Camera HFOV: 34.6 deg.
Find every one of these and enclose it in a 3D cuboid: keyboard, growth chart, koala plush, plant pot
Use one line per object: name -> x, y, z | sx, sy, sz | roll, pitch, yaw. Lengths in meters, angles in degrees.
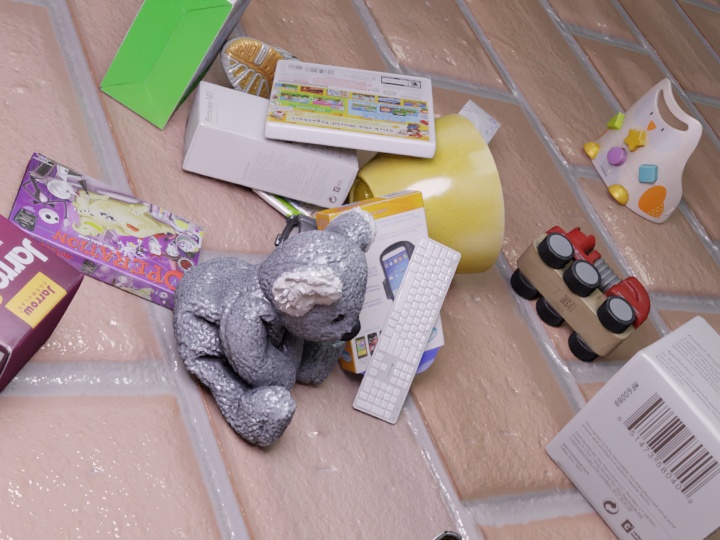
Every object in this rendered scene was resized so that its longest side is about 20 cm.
keyboard -> 0.051, 0.064, 1.261 | 0.056, 0.202, 0.011 | 25, -7, -29
growth chart -> -0.078, -0.123, 1.467 | 0.144, 0.018, 0.200 | 34, 35, -6
koala plush -> -0.069, 0.029, 1.128 | 0.184, 0.200, 0.177 | 47, 35, -5
plant pot -> 0.068, -0.083, 1.427 | 0.141, 0.201, 0.201 | -12, 56, -20

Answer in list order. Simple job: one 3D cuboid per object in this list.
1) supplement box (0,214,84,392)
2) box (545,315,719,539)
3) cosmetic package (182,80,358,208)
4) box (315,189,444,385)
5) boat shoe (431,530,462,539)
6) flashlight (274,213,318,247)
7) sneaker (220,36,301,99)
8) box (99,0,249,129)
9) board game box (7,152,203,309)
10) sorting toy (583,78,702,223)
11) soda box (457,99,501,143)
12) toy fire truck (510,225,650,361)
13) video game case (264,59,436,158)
supplement box -> -0.364, 0.009, 0.994 | 0.199, 0.103, 0.131 | 36, 34, -5
box -> 0.368, 0.202, 1.348 | 0.171, 0.200, 0.199 | -20, 64, -48
cosmetic package -> -0.108, -0.150, 1.392 | 0.198, 0.074, 0.102 | 14, 36, -18
box -> 0.025, 0.022, 1.270 | 0.118, 0.202, 0.041 | -15, 15, -27
boat shoe -> 0.070, 0.332, 1.058 | 0.071, 0.068, 0.201 | 27, 38, -18
flashlight -> 0.000, 0.000, 1.309 | 0.199, 0.068, 0.068 | 21, 48, -25
sneaker -> -0.128, -0.261, 1.516 | 0.088, 0.076, 0.199 | 43, 12, 32
box -> -0.207, -0.303, 1.393 | 0.096, 0.200, 0.177 | 34, 35, -7
board game box -> -0.263, -0.039, 1.204 | 0.199, 0.032, 0.121 | 24, 42, -20
sorting toy -> 0.479, -0.216, 1.919 | 0.106, 0.180, 0.201 | 6, 46, -37
soda box -> 0.137, -0.171, 1.665 | 0.063, 0.068, 0.200 | 38, 36, 0
toy fire truck -> 0.321, 0.015, 1.600 | 0.176, 0.129, 0.199 | 47, 46, 12
video game case -> -0.010, -0.197, 1.396 | 0.198, 0.023, 0.183 | 7, 34, -3
